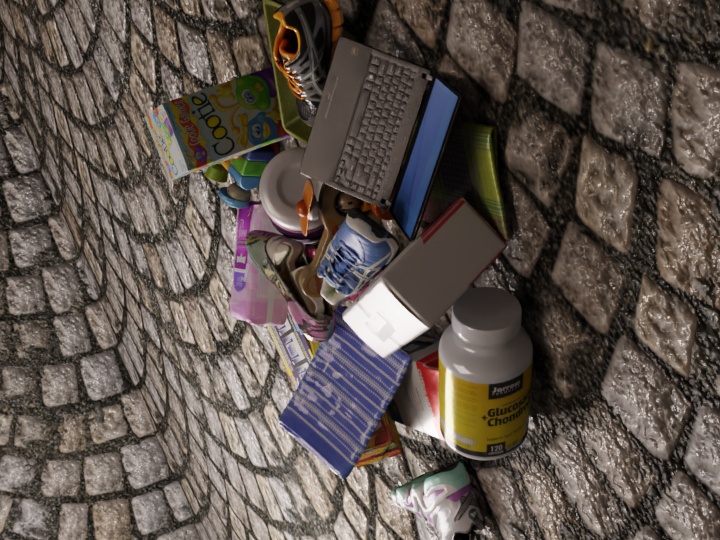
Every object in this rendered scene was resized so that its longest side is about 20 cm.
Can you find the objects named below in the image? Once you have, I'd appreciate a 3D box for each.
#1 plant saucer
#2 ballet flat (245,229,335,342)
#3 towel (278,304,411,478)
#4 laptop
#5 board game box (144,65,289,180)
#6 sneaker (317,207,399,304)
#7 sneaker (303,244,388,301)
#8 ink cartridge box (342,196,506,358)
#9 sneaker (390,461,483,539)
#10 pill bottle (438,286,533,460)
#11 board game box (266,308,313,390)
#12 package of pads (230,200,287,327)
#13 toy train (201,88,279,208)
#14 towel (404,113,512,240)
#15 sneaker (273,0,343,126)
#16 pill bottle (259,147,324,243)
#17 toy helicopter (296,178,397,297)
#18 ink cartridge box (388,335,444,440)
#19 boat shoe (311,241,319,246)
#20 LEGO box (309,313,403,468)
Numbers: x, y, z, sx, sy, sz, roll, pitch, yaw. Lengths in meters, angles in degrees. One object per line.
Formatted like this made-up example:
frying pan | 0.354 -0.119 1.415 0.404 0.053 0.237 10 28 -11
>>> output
plant saucer | -0.051 -0.255 1.530 0.200 0.048 0.200 37 143 49
ballet flat | -0.089 0.006 1.578 0.200 0.069 0.071 57 143 22
towel | -0.025 0.166 1.572 0.145 0.024 0.201 37 107 33
laptop | 0.018 -0.155 1.320 0.199 0.103 0.178 24 108 18
board game box | -0.196 -0.218 1.675 0.103 0.199 0.105 -8 105 65
sneaker | -0.007 -0.011 1.378 0.076 0.077 0.200 38 162 9
sneaker | 0.000 0.000 1.586 0.200 0.095 0.079 20 127 47
ink cartridge box | 0.071 0.014 1.361 0.085 0.146 0.200 46 161 -1
sneaker | 0.120 0.369 1.696 0.140 0.078 0.200 64 156 7
pill bottle | 0.149 0.123 1.373 0.112 0.112 0.201 42 147 43
board game box | -0.092 0.125 1.944 0.201 0.057 0.165 65 158 3
package of pads | -0.159 -0.012 1.849 0.120 0.075 0.201 -171 86 -66
toy train | -0.220 -0.195 1.840 0.200 0.084 0.116 45 122 39
towel | 0.108 -0.115 1.357 0.200 0.023 0.144 20 128 58
sneaker | -0.071 -0.261 1.415 0.078 0.077 0.201 46 150 35
pill bottle | -0.079 -0.100 1.608 0.113 0.112 0.200 64 177 6
toy helicopter | -0.036 -0.053 1.480 0.201 0.132 0.079 -65 34 22
ink cartridge box | 0.098 0.159 1.565 0.200 0.067 0.117 9 120 63
boat shoe | -0.055 -0.007 1.743 0.063 0.073 0.200 57 166 5
LEGO box | -0.007 0.176 1.674 0.149 0.077 0.201 61 -168 -71
